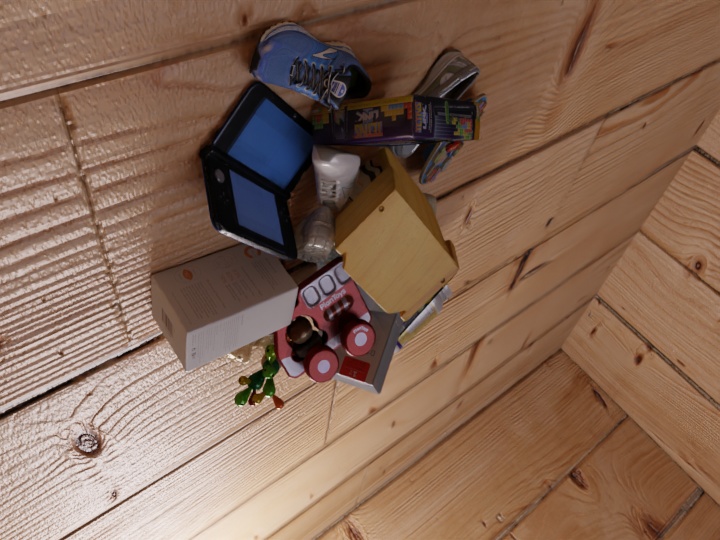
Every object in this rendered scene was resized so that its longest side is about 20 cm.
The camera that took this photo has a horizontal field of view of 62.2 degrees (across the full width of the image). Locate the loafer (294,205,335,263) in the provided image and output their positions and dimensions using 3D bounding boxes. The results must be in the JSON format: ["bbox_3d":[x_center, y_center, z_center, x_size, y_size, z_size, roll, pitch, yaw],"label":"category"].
[{"bbox_3d":[-0.077,-0.057,1.007,0.200,0.068,0.072,157,-54,-72],"label":"loafer"}]

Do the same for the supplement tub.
[{"bbox_3d":[0.104,0.077,1.406,0.199,0.146,0.146,-42,153,-4],"label":"supplement tub"}]

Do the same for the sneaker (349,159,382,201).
[{"bbox_3d":[0.051,-0.144,1.108,0.081,0.074,0.198,-54,152,14],"label":"sneaker"}]

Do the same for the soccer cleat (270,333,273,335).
[{"bbox_3d":[-0.147,0.086,1.150,0.197,0.078,0.070,-13,141,-45],"label":"soccer cleat"}]

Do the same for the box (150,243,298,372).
[{"bbox_3d":[-0.216,0.049,0.955,0.197,0.125,0.099,-22,147,-34],"label":"box"}]

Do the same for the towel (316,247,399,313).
[{"bbox_3d":[0.000,0.000,1.140,0.203,0.166,0.049,88,16,-46],"label":"towel"}]

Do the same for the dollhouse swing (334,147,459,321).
[{"bbox_3d":[0.047,-0.069,1.006,0.181,0.177,0.200,-43,125,5],"label":"dollhouse swing"}]

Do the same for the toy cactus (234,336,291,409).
[{"bbox_3d":[-0.172,0.195,1.212,0.202,0.101,0.165,-55,-173,-5],"label":"toy cactus"}]

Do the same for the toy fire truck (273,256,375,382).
[{"bbox_3d":[-0.076,0.092,1.090,0.198,0.112,0.171,-33,113,-13],"label":"toy fire truck"}]

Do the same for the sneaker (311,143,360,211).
[{"bbox_3d":[-0.038,-0.138,0.918,0.200,0.069,0.082,39,67,-82],"label":"sneaker"}]

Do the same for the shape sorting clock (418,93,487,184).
[{"bbox_3d":[0.177,-0.244,1.130,0.200,0.039,0.200,-46,172,-8],"label":"shape sorting clock"}]

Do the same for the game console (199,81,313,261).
[{"bbox_3d":[-0.121,-0.130,0.852,0.116,0.175,0.199,-22,159,21],"label":"game console"}]

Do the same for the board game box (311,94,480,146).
[{"bbox_3d":[0.051,-0.215,0.879,0.163,0.197,0.058,-12,104,-45],"label":"board game box"}]

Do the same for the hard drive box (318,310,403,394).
[{"bbox_3d":[-0.002,0.130,1.239,0.077,0.152,0.204,63,44,-63],"label":"hard drive box"}]

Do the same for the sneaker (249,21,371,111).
[{"bbox_3d":[-0.056,-0.262,0.778,0.197,0.089,0.080,-13,139,-46],"label":"sneaker"}]

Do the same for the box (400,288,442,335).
[{"bbox_3d":[0.100,0.028,1.323,0.200,0.137,0.040,-46,157,-6],"label":"box"}]

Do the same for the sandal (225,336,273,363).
[{"bbox_3d":[-0.219,0.142,1.138,0.209,0.070,0.078,3,128,-55],"label":"sandal"}]

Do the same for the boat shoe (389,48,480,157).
[{"bbox_3d":[0.123,-0.277,1.028,0.203,0.065,0.074,-52,151,17],"label":"boat shoe"}]

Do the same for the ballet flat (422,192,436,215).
[{"bbox_3d":[0.127,-0.048,1.157,0.062,0.066,0.206,-18,116,-46],"label":"ballet flat"}]
